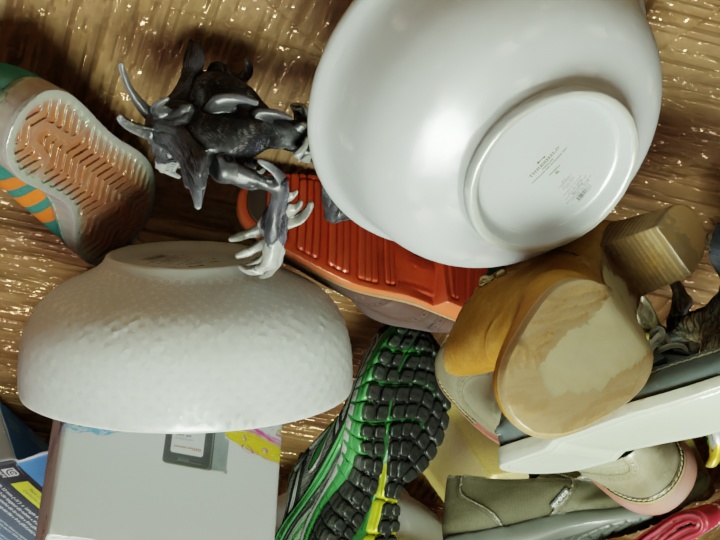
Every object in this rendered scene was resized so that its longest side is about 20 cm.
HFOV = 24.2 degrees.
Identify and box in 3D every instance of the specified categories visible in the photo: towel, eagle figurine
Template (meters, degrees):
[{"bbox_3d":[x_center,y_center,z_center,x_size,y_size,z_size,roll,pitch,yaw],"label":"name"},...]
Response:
[{"bbox_3d":[0.241,0.183,1.215,0.200,0.023,0.145,-13,159,-50],"label":"towel"},{"bbox_3d":[0.232,0.044,0.969,0.151,0.152,0.200,-9,174,-27],"label":"eagle figurine"}]

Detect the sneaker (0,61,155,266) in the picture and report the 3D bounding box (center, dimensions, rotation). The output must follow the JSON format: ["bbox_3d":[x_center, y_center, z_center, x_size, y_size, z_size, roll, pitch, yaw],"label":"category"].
[{"bbox_3d":[-0.182,-0.069,0.978,0.080,0.071,0.200,34,168,22],"label":"sneaker"}]

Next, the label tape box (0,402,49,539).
[{"bbox_3d":[-0.276,0.163,1.300,0.199,0.066,0.143,-13,142,18],"label":"label tape box"}]

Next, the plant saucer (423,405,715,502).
[{"bbox_3d":[0.140,0.115,1.221,0.199,0.049,0.200,-12,142,18],"label":"plant saucer"}]

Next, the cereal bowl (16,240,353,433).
[{"bbox_3d":[-0.103,0.031,0.989,0.199,0.200,0.084,1,101,2],"label":"cereal bowl"}]

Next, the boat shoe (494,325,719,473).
[{"bbox_3d":[0.145,0.061,0.899,0.073,0.062,0.200,12,155,-35],"label":"boat shoe"}]

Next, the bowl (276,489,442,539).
[{"bbox_3d":[-0.010,0.220,1.327,0.200,0.091,0.202,2,145,1],"label":"bowl"}]

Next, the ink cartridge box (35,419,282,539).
[{"bbox_3d":[-0.136,0.132,1.131,0.145,0.201,0.147,10,144,-11],"label":"ink cartridge box"}]

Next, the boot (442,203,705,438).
[{"bbox_3d":[0.091,0.039,0.897,0.144,0.201,0.071,-26,102,46],"label":"boot"}]

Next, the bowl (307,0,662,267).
[{"bbox_3d":[0.079,-0.073,0.858,0.200,0.090,0.202,-14,131,-17],"label":"bowl"}]

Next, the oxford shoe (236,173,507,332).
[{"bbox_3d":[0.000,0.000,1.053,0.199,0.072,0.072,23,144,-27],"label":"oxford shoe"}]

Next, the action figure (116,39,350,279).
[{"bbox_3d":[-0.051,-0.056,0.940,0.199,0.119,0.102,11,137,-22],"label":"action figure"}]

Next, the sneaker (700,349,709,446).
[{"bbox_3d":[0.312,0.070,1.116,0.078,0.086,0.200,27,137,-30],"label":"sneaker"}]

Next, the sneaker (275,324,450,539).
[{"bbox_3d":[-0.008,0.121,1.119,0.078,0.201,0.085,34,165,-39],"label":"sneaker"}]

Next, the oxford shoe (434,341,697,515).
[{"bbox_3d":[0.115,0.077,1.029,0.200,0.071,0.074,23,167,41],"label":"oxford shoe"}]

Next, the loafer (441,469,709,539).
[{"bbox_3d":[0.148,0.154,1.174,0.199,0.070,0.075,-9,162,-13],"label":"loafer"}]
